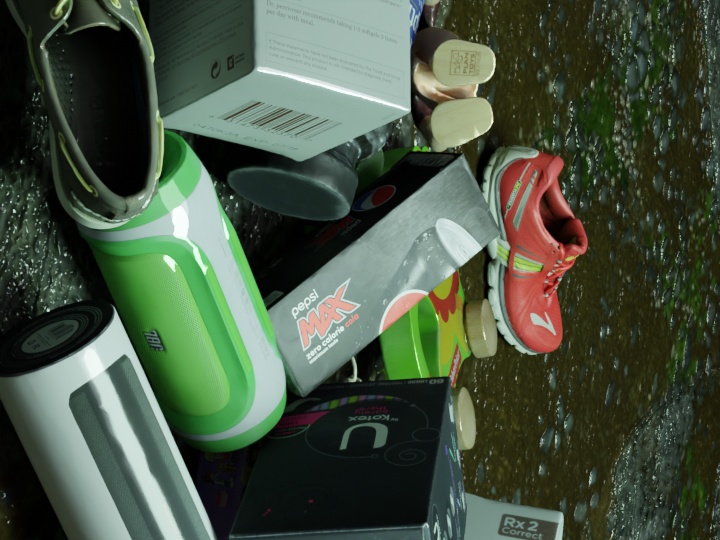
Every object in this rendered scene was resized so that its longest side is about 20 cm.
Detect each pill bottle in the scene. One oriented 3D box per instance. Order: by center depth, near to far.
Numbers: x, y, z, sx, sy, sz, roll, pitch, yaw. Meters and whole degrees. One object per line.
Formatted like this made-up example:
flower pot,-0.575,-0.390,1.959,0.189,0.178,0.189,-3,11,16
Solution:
pill bottle,-0.024,-0.142,1.249,0.112,0.111,0.202,41,59,-56

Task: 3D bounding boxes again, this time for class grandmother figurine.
grandmother figurine,0.046,-0.148,1.333,0.200,0.060,0.122,-132,-129,-72

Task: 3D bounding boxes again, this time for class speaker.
speaker,-0.139,0.123,1.079,0.081,0.081,0.201,-47,124,-48
speaker,-0.107,0.016,1.147,0.089,0.088,0.201,-58,141,-40

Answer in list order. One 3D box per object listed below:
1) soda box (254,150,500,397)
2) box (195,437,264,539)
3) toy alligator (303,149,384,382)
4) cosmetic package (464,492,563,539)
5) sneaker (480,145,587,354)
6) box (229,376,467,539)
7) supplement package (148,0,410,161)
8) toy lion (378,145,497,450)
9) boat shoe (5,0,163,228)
soda box,0.000,0.000,1.278,0.200,0.063,0.071,-39,113,-27
box,-0.069,0.191,1.292,0.137,0.039,0.202,21,76,-60
toy alligator,-0.017,0.005,1.349,0.054,0.059,0.202,5,90,-20
cosmetic package,0.047,0.280,1.323,0.166,0.163,0.201,-69,162,-49
sneaker,0.155,-0.011,1.622,0.077,0.084,0.201,-48,134,-47
box,-0.001,0.157,1.184,0.200,0.121,0.107,-75,159,-67
supplement package,-0.049,-0.184,1.120,0.116,0.117,0.202,11,71,-35
toy lion,0.045,0.011,1.421,0.200,0.068,0.193,-71,148,-57
boat shoe,-0.148,-0.126,1.026,0.072,0.060,0.204,-12,89,-22
